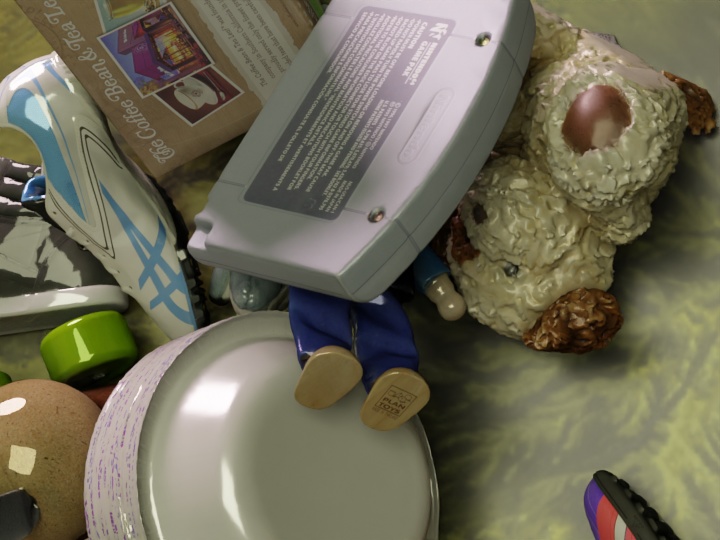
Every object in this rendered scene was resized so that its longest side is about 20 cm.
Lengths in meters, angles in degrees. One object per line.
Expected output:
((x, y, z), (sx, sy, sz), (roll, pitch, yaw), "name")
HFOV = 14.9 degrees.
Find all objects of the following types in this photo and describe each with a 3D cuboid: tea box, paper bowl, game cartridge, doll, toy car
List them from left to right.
((-0.191, 0.116, 1.533), (0.157, 0.200, 0.165), (-27, 75, 14), "toy car")
((-0.122, -0.198, 1.544), (0.133, 0.200, 0.197), (-25, 53, 8), "tea box")
((-0.042, 0.121, 1.494), (0.104, 0.200, 0.202), (-23, 71, 53), "paper bowl")
((0.000, 0.000, 1.503), (0.136, 0.200, 0.049), (19, 128, -20), "doll")
((0.007, -0.074, 1.462), (0.133, 0.041, 0.200), (12, 61, 41), "game cartridge")

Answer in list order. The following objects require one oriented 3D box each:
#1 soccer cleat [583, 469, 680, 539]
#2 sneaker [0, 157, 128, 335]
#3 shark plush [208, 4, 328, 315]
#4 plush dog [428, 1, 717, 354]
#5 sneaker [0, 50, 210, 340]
((0.167, 0.205, 1.509), (0.073, 0.068, 0.200), (-33, 77, 11), "soccer cleat")
((-0.239, -0.013, 1.641), (0.199, 0.071, 0.100), (-7, 77, 6), "sneaker")
((-0.028, -0.057, 1.584), (0.091, 0.083, 0.201), (18, 74, 23), "shark plush")
((0.108, -0.044, 1.544), (0.200, 0.160, 0.172), (40, 107, 44), "plush dog")
((-0.148, -0.033, 1.586), (0.072, 0.072, 0.200), (-29, 112, 6), "sneaker")
